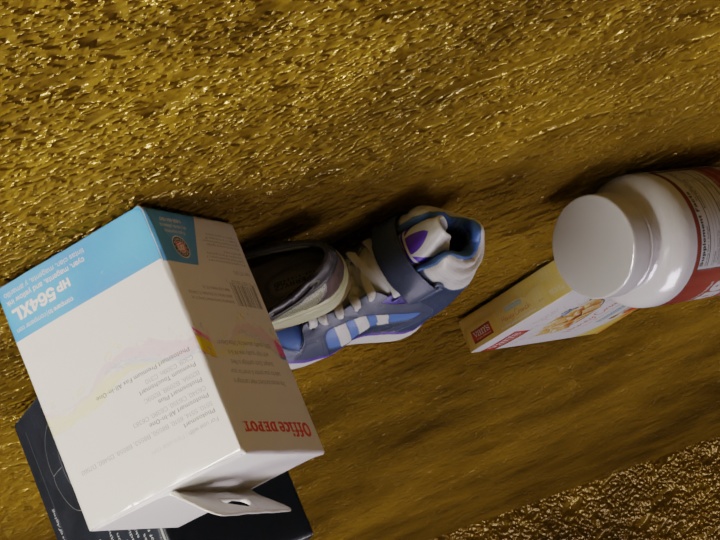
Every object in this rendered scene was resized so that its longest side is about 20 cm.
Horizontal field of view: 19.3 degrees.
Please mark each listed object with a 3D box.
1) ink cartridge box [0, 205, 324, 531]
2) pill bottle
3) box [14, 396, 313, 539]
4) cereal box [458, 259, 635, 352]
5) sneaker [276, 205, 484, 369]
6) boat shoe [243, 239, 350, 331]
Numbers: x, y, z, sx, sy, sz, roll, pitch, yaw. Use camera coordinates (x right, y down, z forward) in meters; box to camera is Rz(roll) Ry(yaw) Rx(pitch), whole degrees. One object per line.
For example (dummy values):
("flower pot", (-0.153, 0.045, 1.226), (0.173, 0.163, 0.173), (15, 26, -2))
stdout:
("ink cartridge box", (-0.125, 0.078, 1.390), (0.125, 0.200, 0.129), (-28, 165, 19))
("pill bottle", (0.254, -0.028, 1.764), (0.200, 0.112, 0.112), (-8, 159, -45))
("box", (-0.157, 0.160, 1.639), (0.124, 0.200, 0.197), (-14, 164, -32))
("cereal box", (0.209, 0.026, 2.035), (0.200, 0.040, 0.144), (-8, 159, -46))
("sneaker", (0.000, 0.000, 1.571), (0.200, 0.081, 0.146), (-7, 151, -37))
("boat shoe", (-0.106, 0.024, 1.509), (0.200, 0.073, 0.065), (-26, 155, -2))
